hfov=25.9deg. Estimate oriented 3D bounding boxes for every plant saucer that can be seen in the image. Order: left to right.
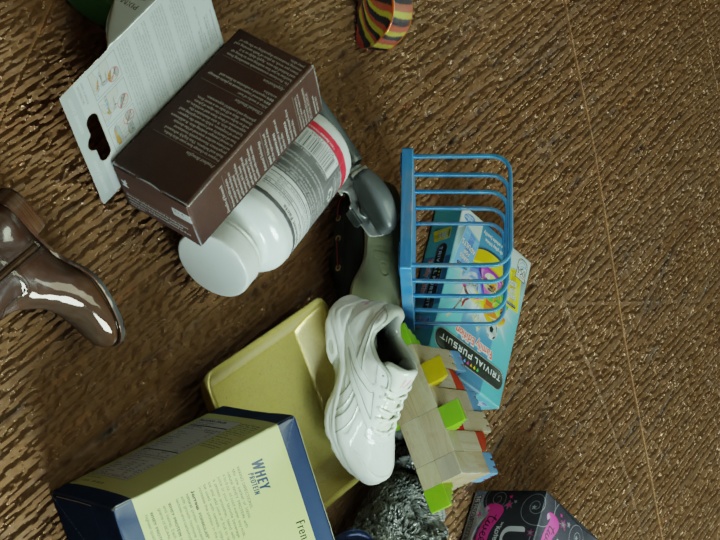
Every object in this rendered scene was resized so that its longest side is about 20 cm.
[{"bbox_3d":[-0.082,0.158,1.631,0.200,0.048,0.201,-34,111,-46],"label":"plant saucer"}]

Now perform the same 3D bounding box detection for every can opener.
[{"bbox_3d":[-0.019,-0.124,1.688,0.053,0.066,0.201,-31,83,-38],"label":"can opener"}]

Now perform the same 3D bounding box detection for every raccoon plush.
[{"bbox_3d":[0.008,0.254,1.709,0.133,0.097,0.201,8,53,-43],"label":"raccoon plush"}]

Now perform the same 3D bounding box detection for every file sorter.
[{"bbox_3d":[0.105,-0.030,1.734,0.200,0.122,0.140,83,8,-69],"label":"file sorter"}]

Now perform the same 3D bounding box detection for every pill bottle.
[{"bbox_3d":[-0.100,-0.069,1.594,0.111,0.110,0.200,58,47,-26],"label":"pill bottle"}]

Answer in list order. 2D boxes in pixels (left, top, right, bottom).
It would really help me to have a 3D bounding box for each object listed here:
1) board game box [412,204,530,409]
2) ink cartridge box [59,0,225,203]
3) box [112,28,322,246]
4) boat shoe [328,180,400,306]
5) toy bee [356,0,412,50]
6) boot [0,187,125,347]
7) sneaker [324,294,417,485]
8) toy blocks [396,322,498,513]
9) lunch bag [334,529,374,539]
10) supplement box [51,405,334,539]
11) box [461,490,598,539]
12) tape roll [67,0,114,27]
[{"bbox_3d":[0.130,0.046,1.891,0.151,0.047,0.201,36,59,-40],"label":"board game box"},{"bbox_3d":[-0.213,-0.188,1.491,0.200,0.057,0.163,-46,151,-21],"label":"ink cartridge box"},{"bbox_3d":[-0.136,-0.131,1.523,0.200,0.100,0.075,-49,153,-24],"label":"box"},{"bbox_3d":[0.002,0.001,1.737,0.073,0.063,0.203,22,65,-43],"label":"boat shoe"},{"bbox_3d":[0.031,-0.358,1.791,0.131,0.108,0.201,-32,109,-44],"label":"toy bee"},{"bbox_3d":[-0.318,0.054,1.362,0.187,0.064,0.200,49,47,-16],"label":"boot"},{"bbox_3d":[0.017,0.127,1.633,0.078,0.099,0.202,-11,97,-45],"label":"sneaker"},{"bbox_3d":[0.093,0.164,1.732,0.136,0.099,0.201,15,51,-61],"label":"toy blocks"},{"bbox_3d":[-0.022,0.377,1.558,0.200,0.132,0.136,-39,118,-7],"label":"lunch bag"},{"bbox_3d":[-0.143,0.258,1.447,0.199,0.134,0.202,-25,104,-32],"label":"supplement box"},{"bbox_3d":[0.186,0.378,1.856,0.132,0.114,0.201,44,54,-36],"label":"box"},{"bbox_3d":[-0.230,-0.339,1.533,0.200,0.048,0.202,8,79,-48],"label":"tape roll"}]
